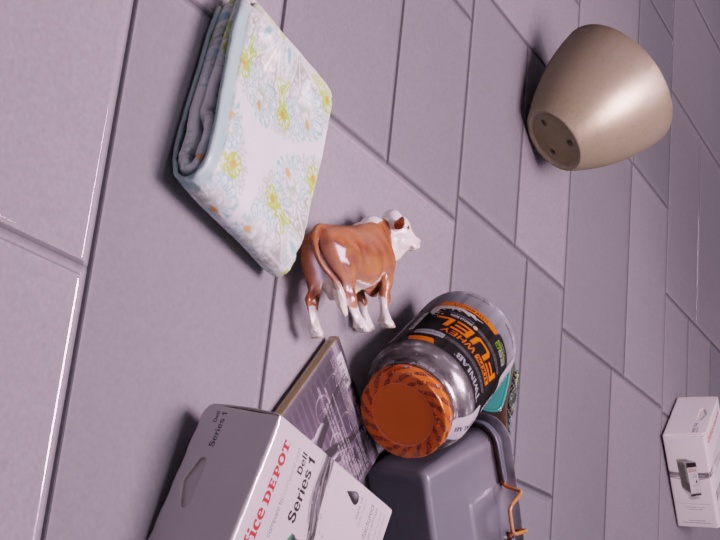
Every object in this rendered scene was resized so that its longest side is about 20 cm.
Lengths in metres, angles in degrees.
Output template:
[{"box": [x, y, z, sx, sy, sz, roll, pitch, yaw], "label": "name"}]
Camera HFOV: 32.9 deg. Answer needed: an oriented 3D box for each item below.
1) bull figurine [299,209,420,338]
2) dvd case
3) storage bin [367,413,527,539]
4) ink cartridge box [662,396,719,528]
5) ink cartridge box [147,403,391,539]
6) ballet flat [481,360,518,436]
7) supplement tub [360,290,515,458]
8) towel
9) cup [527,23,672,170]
[{"box": [0.000, 0.000, 1.226, 0.199, 0.064, 0.124, -4, 87, -60], "label": "bull figurine"}, {"box": [-0.045, 0.182, 1.176, 0.200, 0.016, 0.151, -53, 133, -50], "label": "dvd case"}, {"box": [0.093, 0.270, 1.305, 0.133, 0.144, 0.204, -18, 103, -49], "label": "storage bin"}, {"box": [0.639, 0.360, 2.305, 0.147, 0.082, 0.203, -44, 125, -54], "label": "ink cartridge box"}, {"box": [-0.072, 0.224, 1.033, 0.200, 0.083, 0.148, 47, 56, -45], "label": "ink cartridge box"}, {"box": [0.155, 0.194, 1.487, 0.075, 0.073, 0.202, 59, 43, -39], "label": "ballet flat"}, {"box": [0.082, 0.111, 1.298, 0.200, 0.121, 0.125, -41, 122, -58], "label": "supplement tub"}, {"box": [-0.090, -0.122, 1.100, 0.171, 0.047, 0.203, 45, 49, -49], "label": "towel"}, {"box": [0.319, -0.224, 1.728, 0.143, 0.199, 0.202, -39, 125, -22], "label": "cup"}]
